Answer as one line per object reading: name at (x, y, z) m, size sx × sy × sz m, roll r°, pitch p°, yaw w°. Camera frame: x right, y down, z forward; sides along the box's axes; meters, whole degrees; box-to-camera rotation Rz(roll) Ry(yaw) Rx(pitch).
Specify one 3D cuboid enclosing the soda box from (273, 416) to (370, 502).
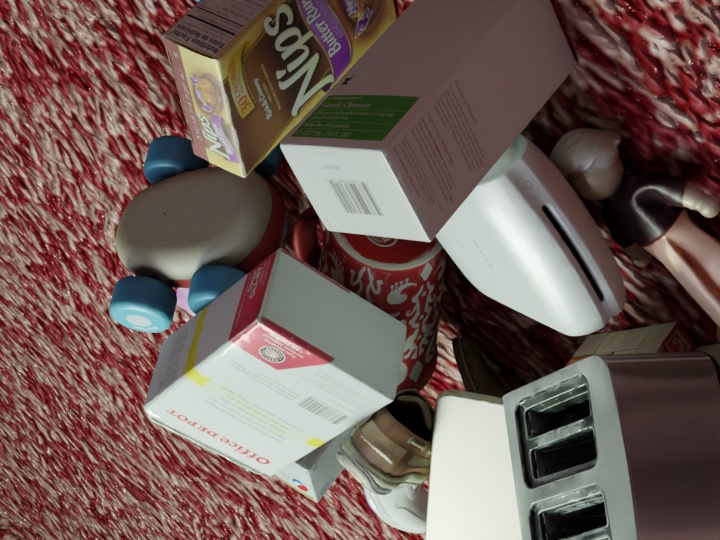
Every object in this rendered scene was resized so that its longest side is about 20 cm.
soda box at (-0.014, 0.124, 1.456) m, size 0.068 × 0.200 × 0.064 m, roll 26°, pitch 150°, yaw 26°

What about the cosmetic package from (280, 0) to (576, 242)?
cosmetic package at (0.051, -0.118, 1.046) m, size 0.107 × 0.200 × 0.085 m, roll 6°, pitch 137°, yaw 44°

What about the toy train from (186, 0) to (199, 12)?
toy train at (-0.082, -0.199, 1.220) m, size 0.114 × 0.087 × 0.201 m, roll 30°, pitch 149°, yaw 26°

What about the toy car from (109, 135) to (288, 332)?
toy car at (-0.119, -0.010, 1.444) m, size 0.175 × 0.186 × 0.200 m, roll -7°, pitch 150°, yaw 30°

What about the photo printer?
photo printer at (0.116, -0.036, 1.153) m, size 0.167 × 0.069 × 0.200 m, roll 54°, pitch 170°, yaw -24°

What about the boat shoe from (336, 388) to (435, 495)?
boat shoe at (0.042, 0.147, 1.333) m, size 0.076 × 0.072 × 0.200 m, roll 38°, pitch -168°, yaw 8°

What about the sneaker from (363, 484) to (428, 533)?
sneaker at (0.040, 0.201, 1.605) m, size 0.099 × 0.075 × 0.201 m, roll -21°, pitch 113°, yaw 23°

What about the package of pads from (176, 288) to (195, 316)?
package of pads at (-0.103, 0.047, 1.596) m, size 0.199 × 0.076 × 0.121 m, roll 36°, pitch 150°, yaw 11°

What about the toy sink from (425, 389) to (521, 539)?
toy sink at (0.136, 0.187, 1.345) m, size 0.129 × 0.112 × 0.202 m, roll 9°, pitch 114°, yaw 16°

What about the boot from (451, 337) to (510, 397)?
boot at (0.153, 0.144, 1.434) m, size 0.201 × 0.075 × 0.074 m, roll 61°, pitch -172°, yaw -4°

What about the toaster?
toaster at (0.203, 0.165, 1.129) m, size 0.200 × 0.118 × 0.183 m, roll -33°, pitch 60°, yaw 58°

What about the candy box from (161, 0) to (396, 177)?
candy box at (-0.053, -0.178, 1.095) m, size 0.056 × 0.200 × 0.117 m, roll 26°, pitch 148°, yaw 27°

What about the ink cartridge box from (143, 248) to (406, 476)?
ink cartridge box at (-0.078, 0.086, 1.303) m, size 0.144 × 0.084 × 0.200 m, roll 31°, pitch 138°, yaw -23°

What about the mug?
mug at (-0.003, 0.009, 1.360) m, size 0.176 × 0.134 × 0.201 m, roll 24°, pitch 145°, yaw 11°

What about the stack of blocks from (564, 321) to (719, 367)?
stack of blocks at (0.268, 0.105, 1.223) m, size 0.115 × 0.059 × 0.199 m, roll 51°, pitch 151°, yaw -15°

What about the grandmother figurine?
grandmother figurine at (0.223, -0.032, 1.099) m, size 0.200 × 0.061 × 0.121 m, roll 41°, pitch 143°, yaw -2°
